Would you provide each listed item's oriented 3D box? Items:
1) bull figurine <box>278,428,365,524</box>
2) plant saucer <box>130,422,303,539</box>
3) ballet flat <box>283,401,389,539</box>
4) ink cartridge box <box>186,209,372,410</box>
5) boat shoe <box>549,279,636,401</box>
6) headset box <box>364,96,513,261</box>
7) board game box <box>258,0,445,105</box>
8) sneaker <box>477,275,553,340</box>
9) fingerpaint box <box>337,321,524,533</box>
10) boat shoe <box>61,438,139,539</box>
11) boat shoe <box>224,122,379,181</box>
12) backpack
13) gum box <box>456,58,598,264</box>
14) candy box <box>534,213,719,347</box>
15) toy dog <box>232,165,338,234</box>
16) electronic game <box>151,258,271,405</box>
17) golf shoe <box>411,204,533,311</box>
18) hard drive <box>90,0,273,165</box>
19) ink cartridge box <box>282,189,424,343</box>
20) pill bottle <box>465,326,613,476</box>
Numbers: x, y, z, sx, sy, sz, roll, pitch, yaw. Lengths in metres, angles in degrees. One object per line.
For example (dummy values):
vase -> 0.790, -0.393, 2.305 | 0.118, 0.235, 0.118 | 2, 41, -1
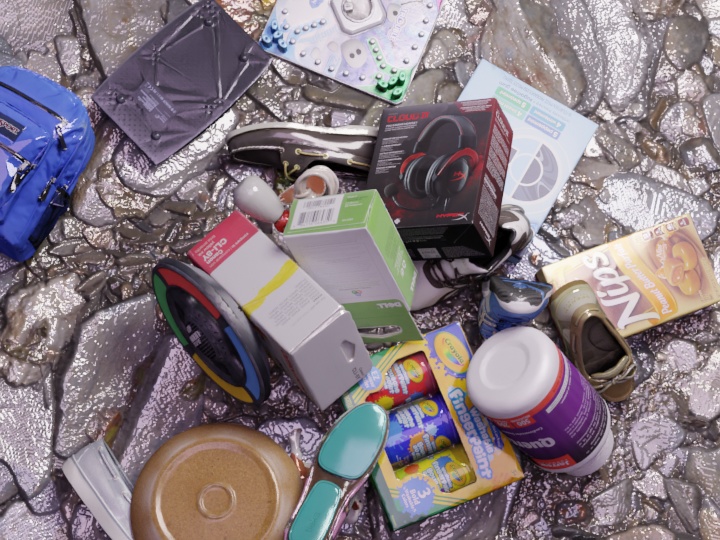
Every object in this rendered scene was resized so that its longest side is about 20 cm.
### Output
bull figurine -> -0.094, 0.261, 1.594 | 0.200, 0.065, 0.122 | -18, 72, -12
plant saucer -> -0.162, 0.262, 1.537 | 0.200, 0.035, 0.201 | 0, 67, 0
ballet flat -> -0.028, 0.241, 1.537 | 0.069, 0.071, 0.200 | 22, 65, 11
ink cartridge box -> -0.091, 0.046, 1.563 | 0.083, 0.145, 0.200 | -41, 56, -12
boat shoe -> 0.278, 0.096, 1.589 | 0.073, 0.201, 0.063 | -28, 41, -1
headset box -> 0.091, -0.114, 1.604 | 0.148, 0.075, 0.200 | -2, 57, 26
board game box -> -0.003, -0.337, 1.749 | 0.200, 0.026, 0.200 | 22, 77, 2
sneaker -> 0.178, 0.047, 1.589 | 0.075, 0.200, 0.077 | 9, 89, 1
fingerpaint box -> 0.076, 0.184, 1.613 | 0.166, 0.073, 0.200 | -20, 80, -7
boat shoe -> -0.260, 0.279, 1.578 | 0.071, 0.070, 0.201 | -40, 80, -7
boat shoe -> -0.066, -0.142, 1.679 | 0.201, 0.072, 0.061 | 0, 74, -5
backpack -> -0.407, -0.136, 1.616 | 0.162, 0.168, 0.200 | 32, 74, -2
gum box -> 0.173, -0.136, 1.703 | 0.170, 0.045, 0.200 | 30, 77, 4
candy box -> 0.328, 0.020, 1.671 | 0.200, 0.055, 0.116 | -20, 80, -7
toy dog -> -0.061, -0.061, 1.628 | 0.132, 0.200, 0.096 | -21, 38, 13
electronic game -> -0.172, 0.072, 1.563 | 0.042, 0.200, 0.200 | -37, 82, -23
golf shoe -> 0.109, -0.013, 1.625 | 0.200, 0.094, 0.078 | -35, 92, 15
hard drive -> -0.221, -0.234, 1.706 | 0.200, 0.042, 0.135 | -44, 83, -11
ink cartridge box -> 0.000, 0.000, 1.560 | 0.104, 0.200, 0.059 | -6, 47, 23
pill bottle -> 0.212, 0.157, 1.563 | 0.112, 0.200, 0.113 | -23, 44, 25
